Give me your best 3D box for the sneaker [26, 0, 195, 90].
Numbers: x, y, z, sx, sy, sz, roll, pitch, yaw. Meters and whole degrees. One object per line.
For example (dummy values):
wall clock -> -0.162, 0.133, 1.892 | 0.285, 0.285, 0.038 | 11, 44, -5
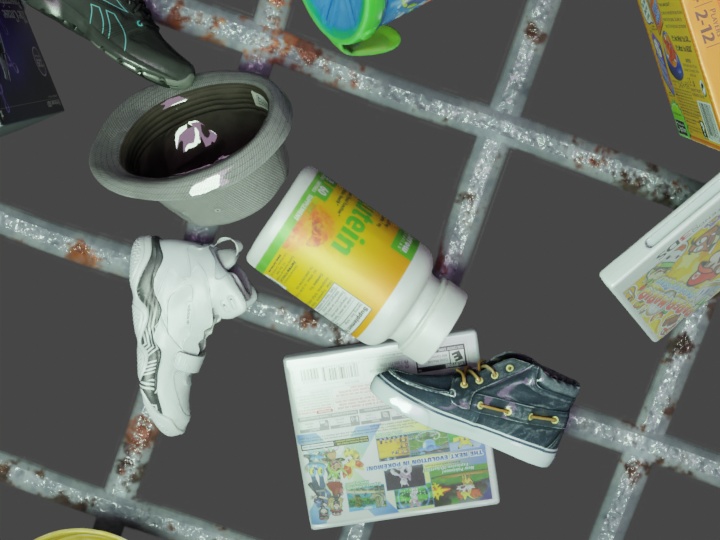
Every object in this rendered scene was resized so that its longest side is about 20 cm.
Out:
sneaker -> -0.232, -0.244, 1.190 | 0.199, 0.075, 0.080 | 34, 92, 3

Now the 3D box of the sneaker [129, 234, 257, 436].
sneaker -> -0.160, 0.062, 1.247 | 0.113, 0.075, 0.203 | -5, 97, 6

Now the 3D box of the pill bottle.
pill bottle -> 0.000, 0.000, 1.211 | 0.199, 0.111, 0.112 | 34, 100, -4

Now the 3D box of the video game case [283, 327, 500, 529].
video game case -> 0.032, 0.161, 1.286 | 0.197, 0.022, 0.185 | -8, 100, 3

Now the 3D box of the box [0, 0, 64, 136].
box -> -0.352, -0.190, 1.145 | 0.078, 0.200, 0.143 | -17, 100, 5

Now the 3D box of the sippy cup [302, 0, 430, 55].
sippy cup -> 0.023, -0.287, 1.141 | 0.129, 0.178, 0.141 | -23, 87, -25

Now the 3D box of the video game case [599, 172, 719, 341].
video game case -> 0.317, -0.020, 1.163 | 0.182, 0.200, 0.023 | -40, 62, 8

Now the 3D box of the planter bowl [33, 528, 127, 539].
planter bowl -> -0.273, 0.345, 1.300 | 0.197, 0.084, 0.203 | 0, 101, 2

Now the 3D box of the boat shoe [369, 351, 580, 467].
boat shoe -> 0.113, 0.114, 1.232 | 0.198, 0.071, 0.092 | 21, 99, -9

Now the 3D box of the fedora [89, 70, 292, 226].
fedora -> -0.146, -0.104, 1.194 | 0.197, 0.178, 0.091 | -6, 134, 19

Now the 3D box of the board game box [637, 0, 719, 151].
board game box -> 0.363, -0.238, 1.107 | 0.198, 0.200, 0.202 | -20, 100, 6
